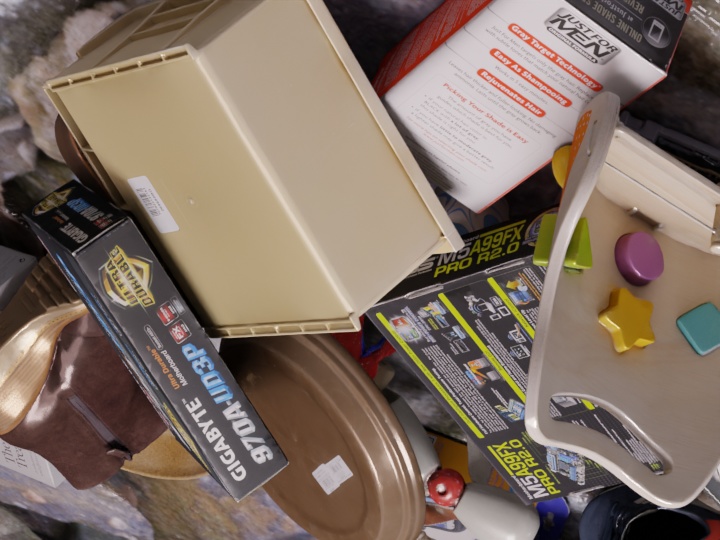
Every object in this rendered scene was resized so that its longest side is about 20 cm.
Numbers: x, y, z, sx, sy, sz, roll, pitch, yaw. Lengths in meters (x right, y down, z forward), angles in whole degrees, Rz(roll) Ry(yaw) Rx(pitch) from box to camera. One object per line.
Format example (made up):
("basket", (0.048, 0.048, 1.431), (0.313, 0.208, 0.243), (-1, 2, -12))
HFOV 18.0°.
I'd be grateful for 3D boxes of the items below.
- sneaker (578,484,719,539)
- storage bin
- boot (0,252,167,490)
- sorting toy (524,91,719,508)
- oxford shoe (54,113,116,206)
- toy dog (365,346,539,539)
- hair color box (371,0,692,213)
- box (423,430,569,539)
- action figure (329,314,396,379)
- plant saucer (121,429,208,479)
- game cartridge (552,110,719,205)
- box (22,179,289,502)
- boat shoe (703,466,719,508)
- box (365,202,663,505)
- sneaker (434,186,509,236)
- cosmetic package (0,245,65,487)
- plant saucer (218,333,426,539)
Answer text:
("sneaker", (0.201, 0.186, 1.585), (0.084, 0.075, 0.200), (10, 177, -31))
("storage bin", (-0.073, -0.066, 1.378), (0.198, 0.094, 0.200), (-5, 122, 55))
("boot", (-0.186, 0.061, 1.664), (0.200, 0.072, 0.166), (-39, 134, 6))
("sorting toy", (0.159, 0.031, 1.271), (0.200, 0.180, 0.107), (30, 157, -27))
("oxford shoe", (-0.118, -0.042, 1.532), (0.071, 0.071, 0.200), (-17, 127, 40))
("toy dog", (0.037, 0.135, 1.644), (0.132, 0.096, 0.200), (-36, 85, 12))
("hair color box", (0.089, -0.117, 1.307), (0.101, 0.061, 0.200), (34, 146, -14))
("box", (0.057, 0.173, 1.739), (0.200, 0.042, 0.119), (22, 146, 9))
("action figure", (0.000, 0.000, 1.531), (0.065, 0.099, 0.200), (17, 123, 17))
("plant saucer", (-0.188, 0.091, 1.783), (0.200, 0.035, 0.200), (16, 145, 12))
("game cartridge", (0.217, -0.017, 1.388), (0.200, 0.041, 0.133), (23, 150, 3))
("box", (-0.134, 0.042, 1.477), (0.200, 0.046, 0.159), (58, 170, -20))
("boat shoe", (0.221, 0.094, 1.506), (0.060, 0.076, 0.200), (-9, 122, 38))
("box", (0.122, 0.055, 1.420), (0.160, 0.044, 0.200), (-18, 125, 34))
("sneaker", (0.061, 0.018, 1.497), (0.072, 0.073, 0.200), (19, 146, 15))
("cosmetic package", (-0.296, 0.060, 1.741), (0.151, 0.052, 0.200), (19, 137, 33))
("plant saucer", (-0.034, 0.114, 1.546), (0.200, 0.029, 0.200), (35, 144, 31))
